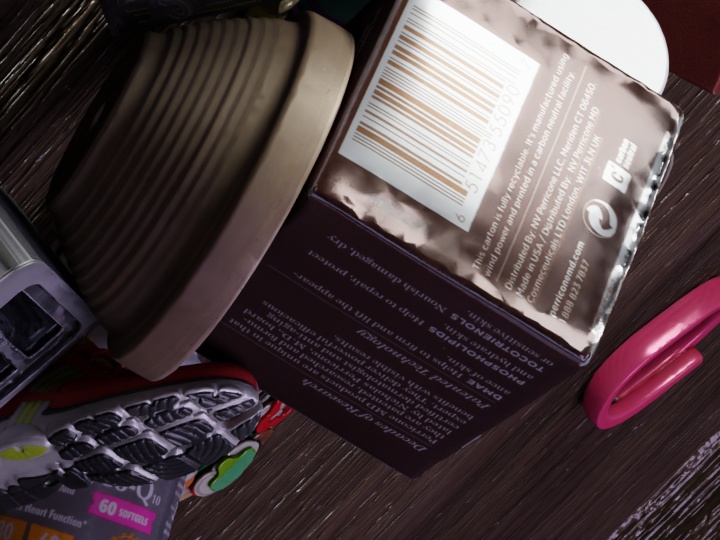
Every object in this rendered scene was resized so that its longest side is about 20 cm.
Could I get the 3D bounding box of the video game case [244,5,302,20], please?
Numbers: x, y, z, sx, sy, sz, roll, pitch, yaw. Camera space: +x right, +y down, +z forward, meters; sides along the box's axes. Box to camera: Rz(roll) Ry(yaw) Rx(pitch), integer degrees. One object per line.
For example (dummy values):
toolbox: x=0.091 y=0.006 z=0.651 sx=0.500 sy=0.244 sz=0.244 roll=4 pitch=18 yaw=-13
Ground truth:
video game case: x=-0.042 y=-0.085 z=1.758 sx=0.200 sy=0.025 sz=0.181 roll=-8 pitch=133 yaw=-59

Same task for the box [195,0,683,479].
box: x=0.031 y=-0.025 z=1.521 sx=0.200 sy=0.164 sz=0.166 roll=-40 pitch=-158 yaw=58

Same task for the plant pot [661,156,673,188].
plant pot: x=0.090 y=-0.061 z=1.979 sx=0.200 sy=0.135 sz=0.200 roll=-37 pitch=163 yaw=-13

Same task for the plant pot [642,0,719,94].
plant pot: x=0.221 y=-0.227 z=1.755 sx=0.200 sy=0.176 sz=0.200 roll=-28 pitch=159 yaw=-24

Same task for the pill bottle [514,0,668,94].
pill bottle: x=0.088 y=-0.081 z=1.667 sx=0.114 sy=0.114 sz=0.200 roll=-31 pitch=170 yaw=-31

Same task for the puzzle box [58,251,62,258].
puzzle box: x=-0.111 y=-0.023 z=1.820 sx=0.200 sy=0.025 sz=0.133 roll=-24 pitch=157 yaw=-46

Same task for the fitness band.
fitness band: x=0.301 y=0.081 z=2.975 sx=0.200 sy=0.037 sz=0.144 roll=-37 pitch=160 yaw=-17

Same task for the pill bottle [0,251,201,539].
pill bottle: x=-0.150 y=0.093 z=1.667 sx=0.116 sy=0.116 sz=0.200 roll=54 pitch=50 yaw=-73

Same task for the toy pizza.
toy pizza: x=-0.106 y=0.122 z=2.180 sx=0.200 sy=0.032 sz=0.200 roll=-37 pitch=163 yaw=-14

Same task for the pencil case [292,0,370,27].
pencil case: x=0.046 y=-0.170 z=1.689 sx=0.200 sy=0.085 sz=0.093 roll=-16 pitch=105 yaw=-53

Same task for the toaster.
toaster: x=-0.240 y=0.022 z=1.485 sx=0.181 sy=0.119 sz=0.200 roll=-41 pitch=163 yaw=-3

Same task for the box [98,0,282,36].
box: x=-0.027 y=-0.191 z=1.429 sx=0.200 sy=0.050 sz=0.158 roll=-14 pitch=155 yaw=-15

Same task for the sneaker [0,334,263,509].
sneaker: x=-0.144 y=0.065 z=1.565 sx=0.200 sy=0.085 sz=0.077 roll=-11 pitch=146 yaw=24

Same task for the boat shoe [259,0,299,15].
boat shoe: x=0.013 y=-0.209 z=1.557 sx=0.200 sy=0.065 sz=0.072 roll=-38 pitch=163 yaw=-11

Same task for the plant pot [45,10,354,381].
plant pot: x=-0.092 y=-0.054 z=1.475 sx=0.201 sy=0.093 sz=0.201 roll=-55 pitch=-167 yaw=19

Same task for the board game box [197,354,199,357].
board game box: x=-0.140 y=0.087 z=1.861 sx=0.136 sy=0.035 sz=0.200 roll=-59 pitch=-179 yaw=-15
